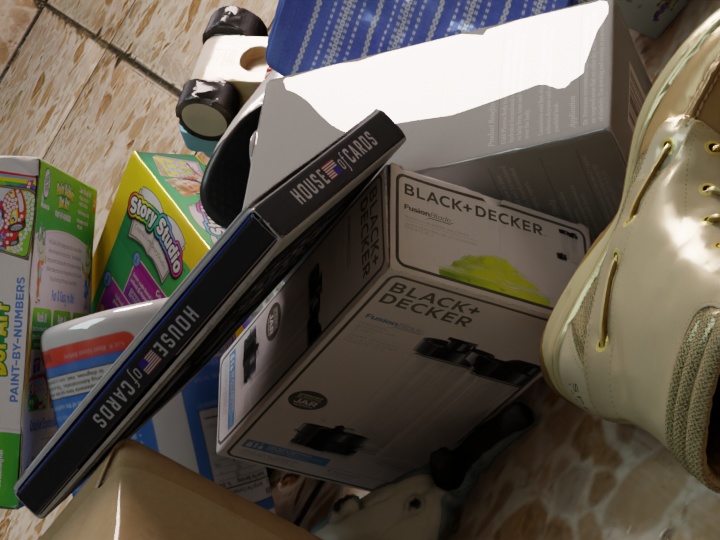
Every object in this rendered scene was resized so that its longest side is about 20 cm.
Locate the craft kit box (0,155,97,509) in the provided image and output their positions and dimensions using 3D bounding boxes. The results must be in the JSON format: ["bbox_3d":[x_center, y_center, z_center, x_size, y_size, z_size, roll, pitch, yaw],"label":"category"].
[{"bbox_3d":[-0.201,0.038,1.111,0.200,0.048,0.199,73,-157,-87],"label":"craft kit box"}]

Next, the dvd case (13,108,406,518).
[{"bbox_3d":[-0.069,0.018,0.845,0.200,0.025,0.150,-47,-1,31],"label":"dvd case"}]

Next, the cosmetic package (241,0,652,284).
[{"bbox_3d":[0.047,-0.058,0.932,0.199,0.090,0.107,-12,44,23],"label":"cosmetic package"}]

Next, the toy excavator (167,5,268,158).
[{"bbox_3d":[-0.092,-0.103,1.430,0.193,0.201,0.100,3,53,17],"label":"toy excavator"}]

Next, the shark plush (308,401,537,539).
[{"bbox_3d":[0.006,0.129,0.940,0.201,0.091,0.083,-57,-10,20],"label":"shark plush"}]

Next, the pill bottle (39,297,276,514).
[{"bbox_3d":[-0.109,0.120,1.034,0.112,0.112,0.201,-18,83,60],"label":"pill bottle"}]

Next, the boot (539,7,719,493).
[{"bbox_3d":[0.160,-0.016,0.758,0.201,0.073,0.155,-61,20,2],"label":"boot"}]

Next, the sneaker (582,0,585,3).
[{"bbox_3d":[0.091,-0.161,1.096,0.200,0.084,0.073,-51,21,20],"label":"sneaker"}]

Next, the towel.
[{"bbox_3d":[0.029,-0.143,1.032,0.200,0.024,0.146,35,115,34],"label":"towel"}]

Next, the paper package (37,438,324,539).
[{"bbox_3d":[-0.076,0.207,0.833,0.191,0.199,0.104,-50,21,26],"label":"paper package"}]

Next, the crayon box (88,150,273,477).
[{"bbox_3d":[-0.112,0.048,1.168,0.200,0.058,0.173,49,124,42],"label":"crayon box"}]

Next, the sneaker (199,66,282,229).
[{"bbox_3d":[-0.041,-0.102,1.167,0.202,0.067,0.108,-56,12,-15],"label":"sneaker"}]

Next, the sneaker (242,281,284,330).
[{"bbox_3d":[0.001,0.000,1.054,0.200,0.069,0.100,-41,-21,-38],"label":"sneaker"}]

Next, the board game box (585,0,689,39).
[{"bbox_3d":[0.174,-0.250,0.982,0.200,0.064,0.148,-50,47,25],"label":"board game box"}]

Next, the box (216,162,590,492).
[{"bbox_3d":[0.017,0.037,0.915,0.200,0.116,0.060,-47,34,47],"label":"box"}]
